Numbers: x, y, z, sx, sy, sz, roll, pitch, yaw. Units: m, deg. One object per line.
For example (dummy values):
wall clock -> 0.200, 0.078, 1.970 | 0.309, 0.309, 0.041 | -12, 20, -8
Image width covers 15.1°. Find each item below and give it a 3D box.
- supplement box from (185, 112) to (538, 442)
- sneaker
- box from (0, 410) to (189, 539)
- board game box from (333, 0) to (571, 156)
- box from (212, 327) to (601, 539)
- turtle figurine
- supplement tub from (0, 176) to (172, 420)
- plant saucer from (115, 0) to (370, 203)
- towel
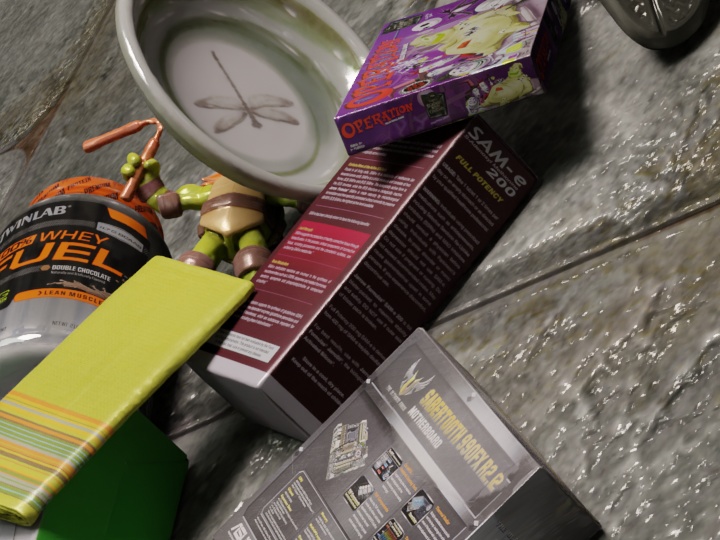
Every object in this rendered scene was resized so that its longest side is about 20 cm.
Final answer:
supplement box -> 0.000, 0.000, 1.543 | 0.200, 0.061, 0.109 | -52, 24, -11
sneaker -> 0.156, -0.192, 1.588 | 0.076, 0.114, 0.200 | -23, 56, -2
box -> -0.204, 0.183, 1.547 | 0.176, 0.097, 0.200 | -29, 29, 28
board game box -> 0.057, -0.125, 1.589 | 0.120, 0.032, 0.200 | -22, 16, 15
box -> 0.016, 0.128, 1.327 | 0.158, 0.048, 0.200 | -45, 24, 1
turtle figurine -> -0.087, -0.028, 1.691 | 0.199, 0.065, 0.162 | 4, 47, 9
supplement tub -> -0.182, 0.034, 1.712 | 0.122, 0.123, 0.200 | -35, 26, 24
plant saucer -> -0.069, -0.108, 1.651 | 0.050, 0.200, 0.200 | -49, 18, 36
towel -> -0.149, 0.066, 1.527 | 0.086, 0.018, 0.200 | 16, 51, 40
